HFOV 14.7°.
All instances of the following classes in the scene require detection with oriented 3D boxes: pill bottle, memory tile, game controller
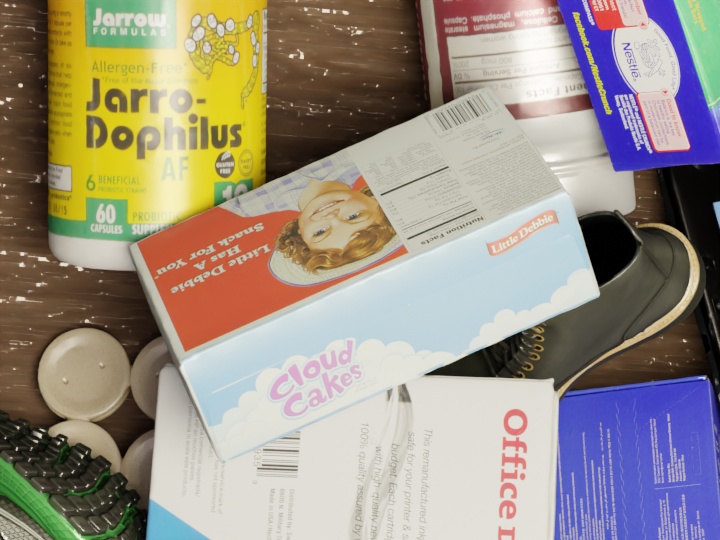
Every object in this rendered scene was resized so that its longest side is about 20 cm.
[{"bbox_3d":[0.086,-0.126,1.451,0.113,0.114,0.201,-8,99,-10],"label":"pill bottle"},{"bbox_3d":[-0.075,0.107,1.454,0.199,0.017,0.154,2,74,4],"label":"memory tile"},{"bbox_3d":[0.227,0.012,1.507,0.104,0.042,0.201,-13,83,-15],"label":"game controller"},{"bbox_3d":[-0.103,-0.105,1.417,0.112,0.113,0.201,0,97,-11],"label":"pill bottle"}]

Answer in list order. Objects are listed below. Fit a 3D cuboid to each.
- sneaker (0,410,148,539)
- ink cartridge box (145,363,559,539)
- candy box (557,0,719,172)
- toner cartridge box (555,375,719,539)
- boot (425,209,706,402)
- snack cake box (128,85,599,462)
[{"bbox_3d":[-0.190,0.117,1.425,0.199,0.078,0.086,28,104,24],"label":"sneaker"},{"bbox_3d":[-0.002,0.130,1.391,0.199,0.084,0.146,2,73,6],"label":"ink cartridge box"},{"bbox_3d":[0.178,-0.172,1.415,0.200,0.077,0.170,-45,123,-43],"label":"candy box"},{"bbox_3d":[0.150,0.161,1.477,0.094,0.043,0.201,-7,69,14],"label":"toner cartridge box"},{"bbox_3d":[0.075,0.033,1.439,0.200,0.138,0.078,-40,73,10],"label":"boot"},{"bbox_3d":[0.000,0.000,1.341,0.199,0.115,0.067,-24,126,-4],"label":"snack cake box"}]
